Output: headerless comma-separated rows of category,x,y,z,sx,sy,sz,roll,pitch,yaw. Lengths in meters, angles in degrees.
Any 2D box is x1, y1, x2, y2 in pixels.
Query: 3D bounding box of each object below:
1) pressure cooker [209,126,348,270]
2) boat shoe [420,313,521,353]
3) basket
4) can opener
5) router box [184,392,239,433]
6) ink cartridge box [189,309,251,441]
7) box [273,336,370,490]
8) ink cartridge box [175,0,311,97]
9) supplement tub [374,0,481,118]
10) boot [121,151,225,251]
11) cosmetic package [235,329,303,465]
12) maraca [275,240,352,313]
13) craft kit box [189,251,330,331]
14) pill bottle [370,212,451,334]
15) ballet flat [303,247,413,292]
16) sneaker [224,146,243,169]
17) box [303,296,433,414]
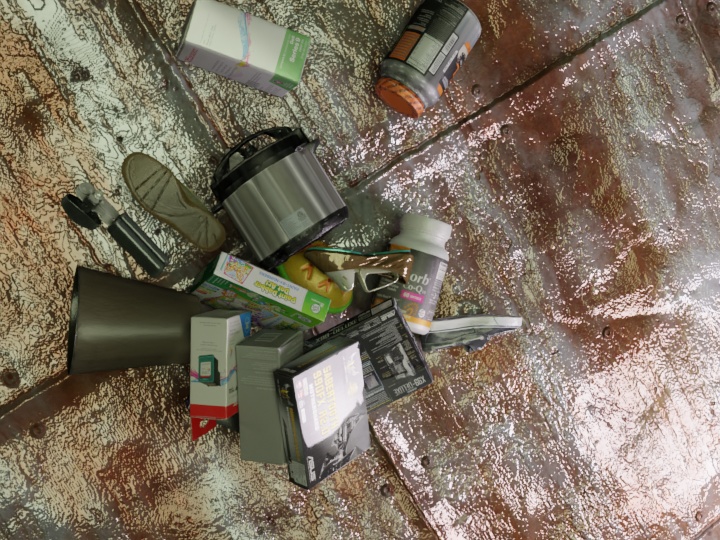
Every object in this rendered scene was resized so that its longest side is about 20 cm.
pressure cooker,-0.132,-0.126,1.471,0.176,0.178,0.201,-36,93,-42
boat shoe,0.207,0.119,1.712,0.198,0.072,0.069,-5,92,-14
basket,-0.371,0.087,1.506,0.198,0.136,0.182,5,66,-22
can opener,-0.407,-0.067,1.535,0.200,0.053,0.066,44,115,-13
router box,-0.185,0.208,1.607,0.199,0.052,0.158,28,85,-16
ink cartridge box,-0.228,0.170,1.496,0.066,0.116,0.203,2,94,12
box,-0.059,0.230,1.495,0.158,0.048,0.202,-24,115,-44
ink cartridge box,-0.198,-0.370,1.525,0.198,0.145,0.088,15,88,-17
supplement tub,0.117,-0.380,1.632,0.122,0.122,0.201,35,83,-15
boot,-0.312,-0.118,1.498,0.200,0.155,0.072,43,87,-21
cosmetic package,-0.146,0.207,1.512,0.089,0.107,0.202,0,104,18
maraca,-0.095,-0.004,1.593,0.200,0.137,0.107,40,125,-6
craft kit box,-0.172,0.045,1.526,0.196,0.200,0.049,21,71,-16
pill bottle,0.094,0.005,1.648,0.115,0.116,0.202,16,88,-17
ballet flat,0.000,0.000,1.541,0.198,0.068,0.073,2,83,-26
sneaker,-0.151,-0.147,1.598,0.198,0.074,0.081,19,98,-11
box,0.005,0.162,1.579,0.199,0.050,0.159,-27,106,5
